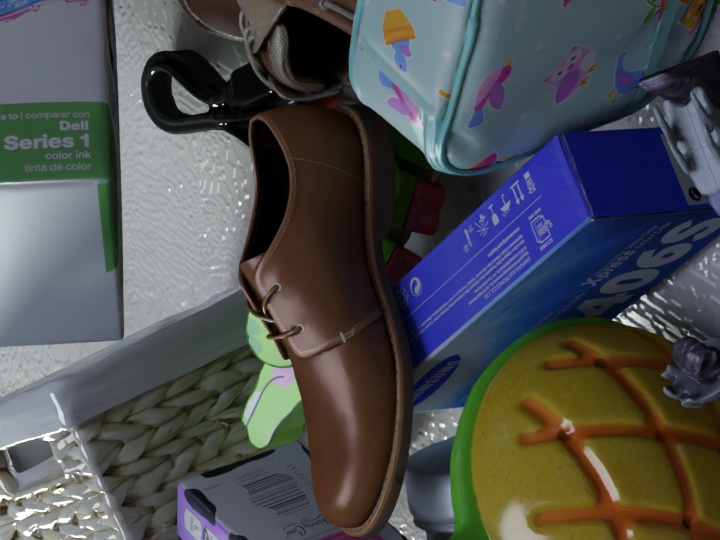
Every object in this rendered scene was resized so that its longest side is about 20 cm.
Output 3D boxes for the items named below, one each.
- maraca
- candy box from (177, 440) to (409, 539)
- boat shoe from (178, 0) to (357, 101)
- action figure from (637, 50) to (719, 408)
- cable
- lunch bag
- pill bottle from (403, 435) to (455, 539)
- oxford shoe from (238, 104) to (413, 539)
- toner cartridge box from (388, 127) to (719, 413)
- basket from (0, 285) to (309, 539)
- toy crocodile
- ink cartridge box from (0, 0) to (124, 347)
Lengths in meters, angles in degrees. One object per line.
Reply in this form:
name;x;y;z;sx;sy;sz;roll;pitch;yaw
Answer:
maraca;0.095;0.105;0.942;0.137;0.200;0.107;33;145;-2
candy box;-0.006;0.204;1.025;0.200;0.071;0.169;37;134;45
boat shoe;-0.026;-0.119;1.019;0.200;0.072;0.076;9;148;51
action figure;0.177;0.006;0.886;0.130;0.069;0.201;-17;93;17
cable;-0.051;-0.087;1.166;0.200;0.050;0.098;-8;94;61
lunch bag;0.085;-0.142;0.885;0.077;0.160;0.201;48;142;33
pill bottle;0.080;0.180;1.054;0.111;0.111;0.201;-3;102;50
oxford shoe;-0.022;0.022;0.997;0.071;0.071;0.201;-26;67;54
toner cartridge box;0.078;0.004;0.993;0.200;0.095;0.043;-44;57;49
basket;-0.092;0.088;1.157;0.135;0.200;0.124;-22;94;51
toy crocodile;0.000;0.000;1.077;0.062;0.067;0.201;30;98;21
ink cartridge box;-0.164;-0.084;1.112;0.145;0.083;0.201;94;171;-57
